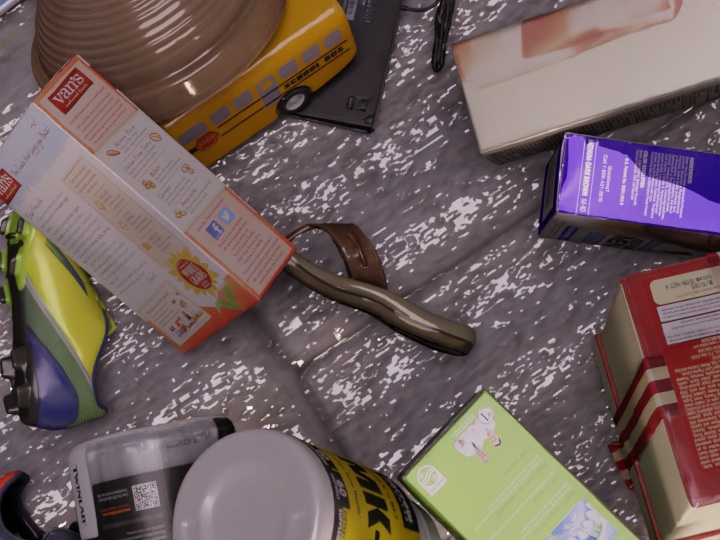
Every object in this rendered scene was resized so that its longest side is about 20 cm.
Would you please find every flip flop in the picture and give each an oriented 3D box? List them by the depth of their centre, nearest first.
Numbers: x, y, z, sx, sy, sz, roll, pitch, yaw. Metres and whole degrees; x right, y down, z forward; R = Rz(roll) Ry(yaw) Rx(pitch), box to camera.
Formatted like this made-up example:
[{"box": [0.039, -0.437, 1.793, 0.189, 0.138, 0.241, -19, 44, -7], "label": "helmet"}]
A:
[{"box": [0.000, 0.000, 1.018, 0.199, 0.081, 0.058, 26, 88, 0], "label": "flip flop"}]

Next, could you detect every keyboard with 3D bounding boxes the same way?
[{"box": [0.020, -0.205, 1.077, 0.126, 0.021, 0.201, 12, 83, 9], "label": "keyboard"}]

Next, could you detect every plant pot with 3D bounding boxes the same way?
[{"box": [-0.161, -0.204, 0.992, 0.200, 0.093, 0.202, -14, 49, 16], "label": "plant pot"}]

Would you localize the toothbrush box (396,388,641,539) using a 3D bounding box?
[{"box": [0.124, 0.183, 0.959, 0.200, 0.146, 0.086, 43, 84, 5], "label": "toothbrush box"}]

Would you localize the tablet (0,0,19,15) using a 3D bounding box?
[{"box": [-0.271, -0.290, 1.094, 0.200, 0.014, 0.130, -39, 83, -5], "label": "tablet"}]

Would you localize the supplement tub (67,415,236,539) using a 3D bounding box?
[{"box": [-0.130, 0.210, 0.969, 0.122, 0.123, 0.201, -11, 82, -1], "label": "supplement tub"}]

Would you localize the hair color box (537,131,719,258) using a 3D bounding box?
[{"box": [0.236, -0.047, 1.008, 0.199, 0.109, 0.065, 7, 82, 2], "label": "hair color box"}]

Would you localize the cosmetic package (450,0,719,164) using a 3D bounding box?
[{"box": [0.177, -0.148, 1.003, 0.199, 0.103, 0.088, -16, 85, 12], "label": "cosmetic package"}]

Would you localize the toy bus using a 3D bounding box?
[{"box": [-0.101, -0.137, 1.032, 0.200, 0.078, 0.065, -35, 67, -4], "label": "toy bus"}]

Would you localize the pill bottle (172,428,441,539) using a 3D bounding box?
[{"box": [-0.027, 0.180, 0.924, 0.114, 0.200, 0.115, -10, 68, 25], "label": "pill bottle"}]

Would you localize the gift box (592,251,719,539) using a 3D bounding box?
[{"box": [0.268, 0.075, 0.955, 0.184, 0.187, 0.201, -9, 68, 0], "label": "gift box"}]

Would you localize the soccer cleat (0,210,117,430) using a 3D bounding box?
[{"box": [-0.226, 0.019, 1.037, 0.083, 0.065, 0.201, 3, 76, -29], "label": "soccer cleat"}]

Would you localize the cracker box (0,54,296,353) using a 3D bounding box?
[{"box": [-0.159, -0.041, 0.970, 0.200, 0.134, 0.058, 41, 56, -11], "label": "cracker box"}]

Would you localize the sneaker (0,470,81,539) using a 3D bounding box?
[{"box": [-0.221, 0.233, 0.990, 0.084, 0.075, 0.200, -37, 83, 0], "label": "sneaker"}]
